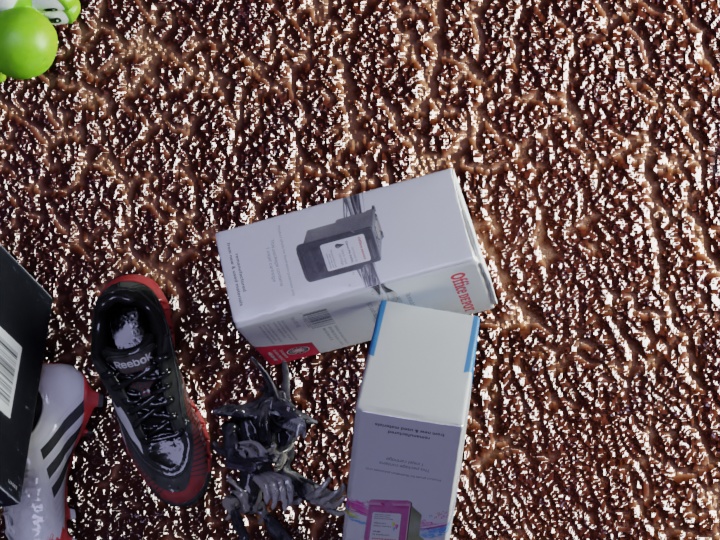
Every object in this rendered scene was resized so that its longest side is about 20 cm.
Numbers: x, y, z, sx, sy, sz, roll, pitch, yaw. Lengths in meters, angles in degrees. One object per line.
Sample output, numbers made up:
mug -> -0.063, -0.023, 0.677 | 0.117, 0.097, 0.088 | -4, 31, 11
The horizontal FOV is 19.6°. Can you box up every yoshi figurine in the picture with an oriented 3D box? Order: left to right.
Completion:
yoshi figurine -> -0.338, -0.204, 1.766 | 0.199, 0.112, 0.113 | -4, 100, 4

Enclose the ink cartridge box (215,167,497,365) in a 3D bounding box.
ink cartridge box -> 0.000, 0.000, 1.676 | 0.199, 0.145, 0.084 | -15, 72, 5

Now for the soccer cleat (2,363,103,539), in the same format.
soccer cleat -> -0.273, 0.173, 1.719 | 0.085, 0.068, 0.201 | 18, 81, -36

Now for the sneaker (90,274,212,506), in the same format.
sneaker -> -0.176, 0.098, 1.714 | 0.070, 0.098, 0.202 | -17, 84, 3

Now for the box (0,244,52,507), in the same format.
box -> -0.368, 0.092, 1.665 | 0.197, 0.123, 0.201 | -13, 51, 22

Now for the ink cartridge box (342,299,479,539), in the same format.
ink cartridge box -> 0.036, 0.148, 1.615 | 0.084, 0.145, 0.201 | 10, 125, 3

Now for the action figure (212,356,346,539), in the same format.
action figure -> -0.069, 0.176, 1.687 | 0.102, 0.119, 0.201 | 12, 93, 40
